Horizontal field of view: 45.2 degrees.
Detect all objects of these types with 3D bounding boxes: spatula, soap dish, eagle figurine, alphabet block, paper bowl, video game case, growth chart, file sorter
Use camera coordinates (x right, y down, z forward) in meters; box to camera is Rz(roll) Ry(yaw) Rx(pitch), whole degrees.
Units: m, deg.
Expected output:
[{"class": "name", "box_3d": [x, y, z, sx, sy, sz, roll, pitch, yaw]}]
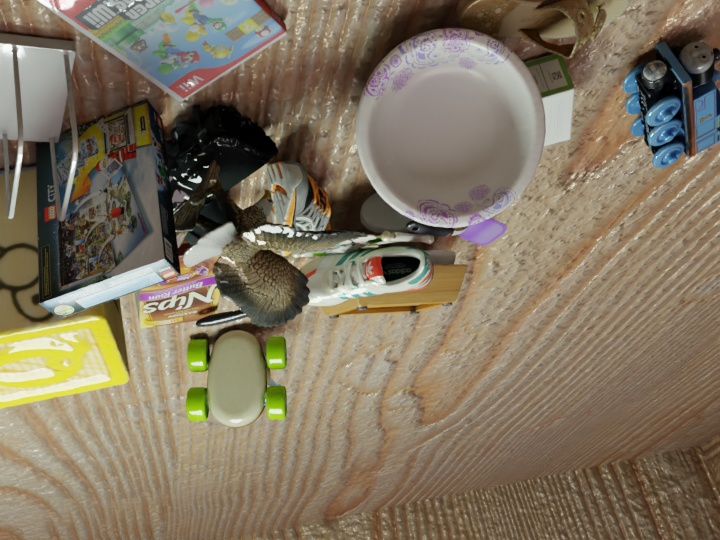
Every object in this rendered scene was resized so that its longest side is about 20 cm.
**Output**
[{"class": "spatula", "box_3d": [0.130, -0.056, 1.177, 0.198, 0.021, 0.056, 0, 151, -48]}, {"class": "soap dish", "box_3d": [0.041, 0.022, 1.302, 0.197, 0.083, 0.157, -1, 171, -26]}, {"class": "eagle figurine", "box_3d": [-0.106, -0.030, 0.961, 0.199, 0.152, 0.151, 36, 165, -17]}, {"class": "spatula", "box_3d": [-0.143, 0.048, 1.246, 0.197, 0.021, 0.057, -20, 168, -1]}, {"class": "alphabet block", "box_3d": [-0.380, 0.021, 0.990, 0.192, 0.203, 0.197, -10, 154, -9]}, {"class": "paper bowl", "box_3d": [0.094, -0.152, 0.934, 0.197, 0.204, 0.104, -16, -172, 3]}, {"class": "video game case", "box_3d": [-0.178, -0.240, 0.798, 0.142, 0.018, 0.199, -26, 152, 20]}, {"class": "growth chart", "box_3d": [0.000, -0.036, 1.189, 0.198, 0.018, 0.143, -8, 176, 42]}, {"class": "file sorter", "box_3d": [-0.369, -0.128, 0.794, 0.197, 0.126, 0.139, 0, 150, -27]}]

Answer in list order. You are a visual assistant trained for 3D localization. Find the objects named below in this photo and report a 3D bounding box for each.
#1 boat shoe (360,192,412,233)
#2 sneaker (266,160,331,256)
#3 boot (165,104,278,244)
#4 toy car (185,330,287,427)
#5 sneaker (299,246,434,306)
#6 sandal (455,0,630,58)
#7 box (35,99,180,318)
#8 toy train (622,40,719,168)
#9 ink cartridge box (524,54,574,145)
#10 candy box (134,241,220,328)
[{"class": "boat shoe", "box_3d": [0.094, -0.084, 1.194, 0.197, 0.072, 0.070, -17, 152, -11]}, {"class": "sneaker", "box_3d": [-0.074, -0.085, 1.097, 0.076, 0.079, 0.200, -13, 163, -8]}, {"class": "boot", "box_3d": [-0.165, -0.106, 1.013, 0.161, 0.074, 0.197, -33, 151, 21]}, {"class": "toy car", "box_3d": [-0.203, 0.197, 1.503, 0.161, 0.161, 0.200, -1, 165, 0]}, {"class": "sneaker", "box_3d": [0.001, 0.000, 1.142, 0.196, 0.072, 0.093, -7, 169, 2]}, {"class": "sandal", "box_3d": [0.203, -0.253, 0.916, 0.208, 0.071, 0.078, -4, 152, -21]}, {"class": "box", "box_3d": [-0.261, -0.066, 0.883, 0.135, 0.203, 0.038, -18, 150, 9]}, {"class": "toy train", "box_3d": [0.401, -0.212, 1.093, 0.113, 0.088, 0.200, -30, 149, 8]}, {"class": "ink cartridge box", "box_3d": [0.153, -0.182, 1.040, 0.197, 0.060, 0.104, -16, 153, 3]}, {"class": "candy box", "box_3d": [-0.251, 0.008, 1.196, 0.115, 0.057, 0.201, -7, 154, -18]}]
